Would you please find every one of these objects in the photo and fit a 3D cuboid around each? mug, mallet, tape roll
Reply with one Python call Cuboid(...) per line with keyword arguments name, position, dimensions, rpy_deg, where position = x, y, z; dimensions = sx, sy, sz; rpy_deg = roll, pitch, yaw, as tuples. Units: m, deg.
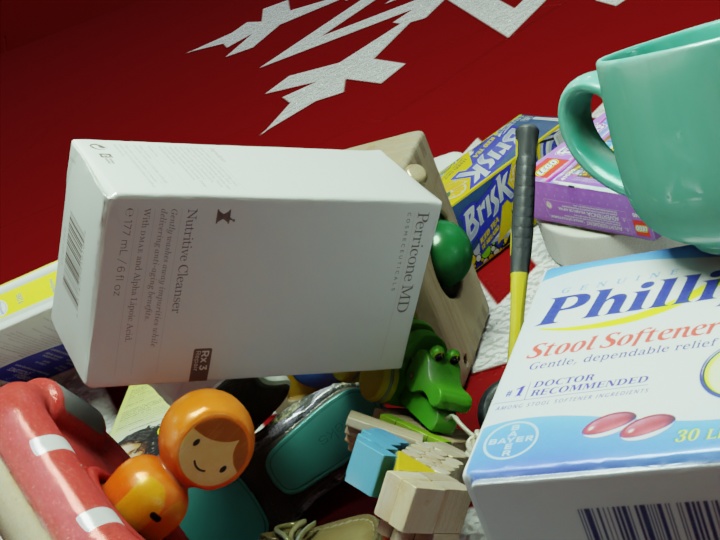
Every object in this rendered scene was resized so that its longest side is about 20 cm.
Cuboid(name="mug", position=(0.210, -0.079, 0.685), dimensions=(0.150, 0.116, 0.185), rpy_deg=(-17, 9, -7))
Cuboid(name="mallet", position=(0.099, 0.012, 0.780), dimensions=(0.040, 0.204, 0.066), rpy_deg=(4, -17, 4))
Cuboid(name="tape roll", position=(0.235, -0.065, 0.973), dimensions=(0.200, 0.037, 0.204), rpy_deg=(-21, 23, 9))

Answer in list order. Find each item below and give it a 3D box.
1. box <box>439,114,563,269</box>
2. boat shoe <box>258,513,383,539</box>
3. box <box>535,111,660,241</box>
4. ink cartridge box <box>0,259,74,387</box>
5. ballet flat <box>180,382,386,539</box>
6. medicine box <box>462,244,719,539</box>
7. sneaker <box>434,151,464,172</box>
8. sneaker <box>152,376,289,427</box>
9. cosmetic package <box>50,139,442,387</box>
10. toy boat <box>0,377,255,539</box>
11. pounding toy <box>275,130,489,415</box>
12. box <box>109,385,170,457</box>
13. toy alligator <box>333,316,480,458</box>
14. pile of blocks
Cuboid(name="box", position=(0.100, -0.056, 1.046), dimensions=(0.199, 0.065, 0.070), rpy_deg=(-36, 26, -25))
Cuboid(name="boat shoe", position=(-0.070, 0.186, 0.707), dimensions=(0.198, 0.064, 0.073), rpy_deg=(-23, 24, 3))
Cuboid(name="box", position=(0.234, -0.098, 0.945), dimensions=(0.199, 0.040, 0.136), rpy_deg=(-36, 27, -23))
Cuboid(name="ink cartridge box", position=(-0.280, 0.053, 1.072), dimensions=(0.197, 0.048, 0.198), rpy_deg=(-21, -13, 4))
Cuboid(name="ballet flat", position=(-0.069, 0.145, 0.809), dimensions=(0.199, 0.073, 0.072), rpy_deg=(-32, 25, -18))
Cuboid(name="medicine box", position=(0.173, 0.077, 0.654), dimensions=(0.180, 0.104, 0.201), rpy_deg=(-10, 28, 28))
Cuboid(name="sneaker", position=(0.024, -0.063, 1.113), dimensions=(0.199, 0.081, 0.076), rpy_deg=(-33, 24, -23))
Cuboid(name="sneaker", position=(-0.101, 0.066, 0.826), dimensions=(0.073, 0.085, 0.200), rpy_deg=(-43, -15, -11))
Cuboid(name="cosmetic package", position=(-0.064, -0.006, 0.691), dimensions=(0.197, 0.115, 0.081), rpy_deg=(-2, 27, -28))
Cuboid(name="toy boat", position=(-0.107, 0.117, 0.644), dimensions=(0.131, 0.131, 0.200), rpy_deg=(-44, 57, -3))
Cuboid(name="pounding toy", position=(0.000, 0.000, 0.873), dimensions=(0.197, 0.186, 0.143), rpy_deg=(-12, 26, 25))
Cuboid(name="box", position=(-0.146, 0.132, 0.908), dimensions=(0.074, 0.051, 0.201), rpy_deg=(-19, 24, 11))
Cuboid(name="toy alligator", position=(0.038, 0.061, 0.758), dimensions=(0.059, 0.055, 0.199), rpy_deg=(15, 6, -30))
Cuboid(name="pile of blocks", position=(0.020, 0.124, 0.688), dimensions=(0.081, 0.063, 0.200), rpy_deg=(18, 4, 7))
